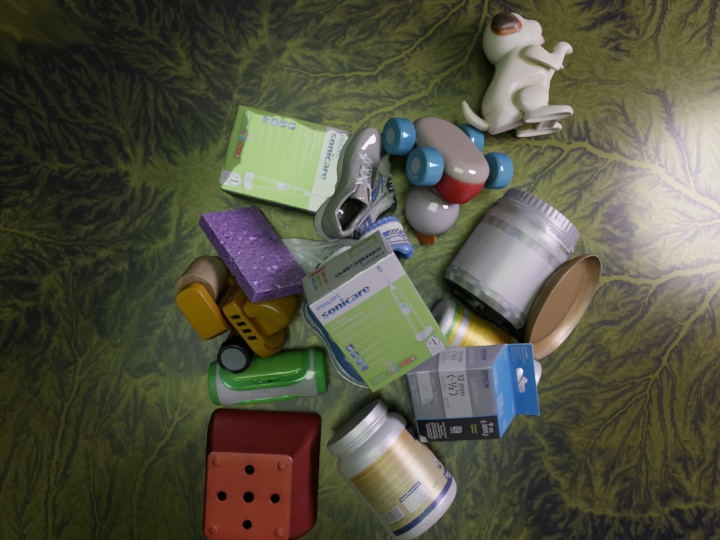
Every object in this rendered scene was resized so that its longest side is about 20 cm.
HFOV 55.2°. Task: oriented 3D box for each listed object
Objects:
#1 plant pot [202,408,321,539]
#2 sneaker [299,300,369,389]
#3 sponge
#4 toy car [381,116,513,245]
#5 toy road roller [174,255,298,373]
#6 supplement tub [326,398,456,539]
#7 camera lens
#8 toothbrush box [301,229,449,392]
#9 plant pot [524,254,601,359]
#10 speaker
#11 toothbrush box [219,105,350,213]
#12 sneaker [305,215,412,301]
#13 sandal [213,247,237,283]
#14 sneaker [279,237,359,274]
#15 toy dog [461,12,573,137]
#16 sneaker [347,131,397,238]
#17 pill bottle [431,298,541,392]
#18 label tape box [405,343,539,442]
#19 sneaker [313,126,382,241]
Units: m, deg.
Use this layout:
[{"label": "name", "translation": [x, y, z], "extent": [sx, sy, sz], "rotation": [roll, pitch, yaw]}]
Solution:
[{"label": "plant pot", "translation": [-0.172, 0.350, 1.145], "extent": [0.197, 0.176, 0.202], "rotation": [3, 88, 0]}, {"label": "sneaker", "translation": [-0.019, 0.114, 1.168], "extent": [0.200, 0.089, 0.078], "rotation": [48, 47, 3]}, {"label": "sponge", "translation": [-0.179, -0.032, 1.153], "extent": [0.200, 0.111, 0.030], "rotation": [51, 134, 30]}, {"label": "toy car", "translation": [0.122, -0.140, 1.183], "extent": [0.183, 0.177, 0.201], "rotation": [-2, 131, -32]}, {"label": "toy road roller", "translation": [-0.195, 0.055, 1.146], "extent": [0.145, 0.123, 0.201], "rotation": [-29, 109, 18]}, {"label": "supplement tub", "translation": [0.050, 0.332, 1.160], "extent": [0.144, 0.144, 0.200], "rotation": [-40, 89, -1]}, {"label": "camera lens", "translation": [0.251, -0.015, 1.158], "extent": [0.159, 0.160, 0.201], "rotation": [36, 89, 1]}, {"label": "toothbrush box", "translation": [0.024, 0.065, 1.055], "extent": [0.145, 0.086, 0.201], "rotation": [-32, 122, 4]}, {"label": "plant pot", "translation": [0.335, 0.057, 1.157], "extent": [0.027, 0.200, 0.201], "rotation": [35, 89, 33]}, {"label": "speaker", "translation": [-0.159, 0.185, 1.194], "extent": [0.198, 0.088, 0.090], "rotation": [-6, 89, 0]}, {"label": "toothbrush box", "translation": [-0.127, -0.184, 1.195], "extent": [0.198, 0.086, 0.147], "rotation": [13, 89, 1]}, {"label": "sneaker", "translation": [0.000, 0.000, 1.110], "extent": [0.199, 0.077, 0.085], "rotation": [-39, 69, -2]}, {"label": "sandal", "translation": [-0.209, -0.004, 1.216], "extent": [0.082, 0.050, 0.203], "rotation": [-35, 89, 0]}, {"label": "sneaker", "translation": [-0.052, -0.018, 1.209], "extent": [0.198, 0.070, 0.081], "rotation": [-1, 87, 8]}, {"label": "toy dog", "translation": [0.268, -0.341, 1.191], "extent": [0.192, 0.139, 0.202], "rotation": [-7, 85, 14]}, {"label": "sneaker", "translation": [0.029, -0.145, 1.215], "extent": [0.084, 0.077, 0.202], "rotation": [20, 96, -9]}, {"label": "pill bottle", "translation": [0.203, 0.144, 1.175], "extent": [0.199, 0.111, 0.112], "rotation": [31, 89, -7]}, {"label": "label tape box", "translation": [0.183, 0.198, 1.107], "extent": [0.198, 0.066, 0.145], "rotation": [-5, 117, 15]}, {"label": "sneaker", "translation": [-0.002, -0.138, 1.113], "extent": [0.075, 0.092, 0.202], "rotation": [23, 85, -27]}]
